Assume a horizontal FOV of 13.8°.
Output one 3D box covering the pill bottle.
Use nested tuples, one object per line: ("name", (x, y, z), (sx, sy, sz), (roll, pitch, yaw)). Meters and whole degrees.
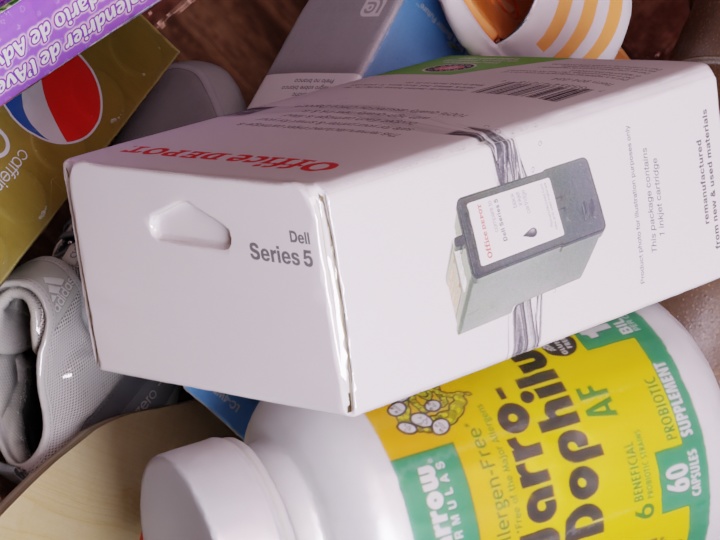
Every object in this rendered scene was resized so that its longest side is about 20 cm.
("pill bottle", (0.026, 0.081, 1.088), (0.200, 0.113, 0.113), (-14, 80, -23))

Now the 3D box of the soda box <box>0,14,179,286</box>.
("soda box", (-0.152, -0.038, 1.161), (0.068, 0.064, 0.200), (44, 47, -12))

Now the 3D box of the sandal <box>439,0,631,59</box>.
("sandal", (0.088, -0.113, 1.247), (0.207, 0.059, 0.079), (26, 40, -56))

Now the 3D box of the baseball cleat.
("baseball cleat", (-0.098, -0.004, 1.196), (0.106, 0.070, 0.200), (36, 59, -53))

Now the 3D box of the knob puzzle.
("knob puzzle", (-0.080, 0.143, 1.176), (0.220, 0.030, 0.220), (6, 80, -41))

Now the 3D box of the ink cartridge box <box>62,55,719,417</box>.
("ink cartridge box", (0.015, -0.019, 1.086), (0.200, 0.145, 0.084), (-19, 107, -39))

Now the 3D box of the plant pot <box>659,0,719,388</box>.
("plant pot", (0.179, 0.003, 1.245), (0.200, 0.200, 0.198), (33, 77, -7))

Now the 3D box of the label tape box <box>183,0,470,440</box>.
("label tape box", (0.000, 0.000, 1.216), (0.143, 0.066, 0.200), (44, 66, -35))

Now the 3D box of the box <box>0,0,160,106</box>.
("box", (-0.176, -0.128, 1.170), (0.137, 0.200, 0.039), (-36, 133, -22))
